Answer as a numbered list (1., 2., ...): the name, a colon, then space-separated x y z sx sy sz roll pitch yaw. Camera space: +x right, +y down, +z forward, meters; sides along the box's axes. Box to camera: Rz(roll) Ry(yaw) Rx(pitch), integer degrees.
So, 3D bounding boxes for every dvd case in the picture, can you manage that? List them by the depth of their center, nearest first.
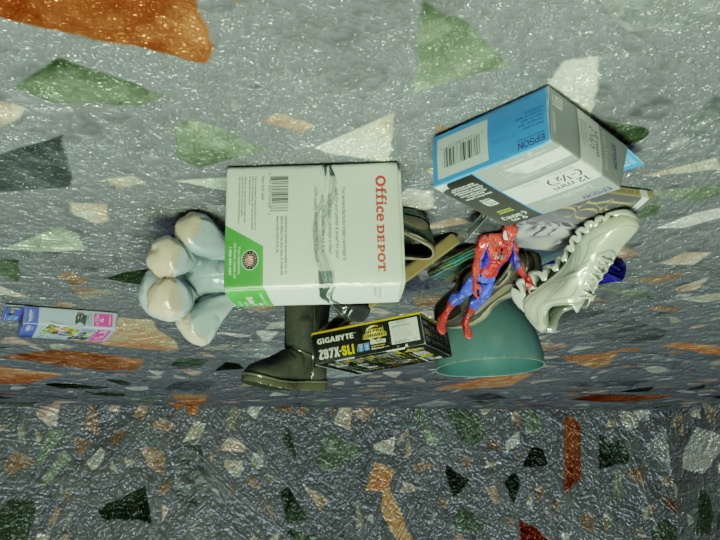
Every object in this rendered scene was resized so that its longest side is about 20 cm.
1. dvd case: 0.253 -0.068 1.009 0.198 0.016 0.149 4 151 -19

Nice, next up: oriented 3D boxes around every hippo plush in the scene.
1. hippo plush: -0.232 -0.005 1.068 0.200 0.160 0.160 -39 -153 -31

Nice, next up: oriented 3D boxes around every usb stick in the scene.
1. usb stick: -0.064 -0.006 0.977 0.033 0.200 0.055 -53 149 11

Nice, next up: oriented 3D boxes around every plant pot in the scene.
1. plant pot: 0.233 0.113 1.437 0.197 0.136 0.200 -2 163 -1

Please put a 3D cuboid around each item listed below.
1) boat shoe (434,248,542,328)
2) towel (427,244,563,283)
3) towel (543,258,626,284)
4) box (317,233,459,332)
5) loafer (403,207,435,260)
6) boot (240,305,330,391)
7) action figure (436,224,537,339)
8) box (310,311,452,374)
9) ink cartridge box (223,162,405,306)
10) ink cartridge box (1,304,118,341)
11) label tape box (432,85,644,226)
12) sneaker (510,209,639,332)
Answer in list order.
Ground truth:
1. boat shoe: 0.171 0.020 1.137 0.073 0.075 0.200 22 137 -32
2. towel: 0.216 -0.018 1.161 0.146 0.022 0.199 14 149 -40
3. towel: 0.314 0.014 1.268 0.199 0.050 0.147 -16 157 39
4. box: 0.038 0.027 1.140 0.199 0.021 0.163 -35 177 -24
5. loafer: 0.007 -0.048 0.982 0.198 0.063 0.072 2 131 -24
6. boot: -0.102 0.076 1.166 0.072 0.203 0.181 3 174 33
7. action figure: 0.165 0.030 1.030 0.065 0.100 0.201 9 130 -15
8. box: 0.036 0.109 1.128 0.158 0.050 0.200 -14 165 15
9. ink cartridge box: -0.050 -0.039 0.892 0.197 0.148 0.083 -1 163 1
10. ink cartridge box: -0.577 0.103 1.491 0.198 0.042 0.119 9 160 -27
11. label tape box: 0.193 -0.102 0.826 0.142 0.067 0.199 -18 150 42
12. sneaker: 0.290 0.003 1.021 0.075 0.082 0.200 19 126 -39
